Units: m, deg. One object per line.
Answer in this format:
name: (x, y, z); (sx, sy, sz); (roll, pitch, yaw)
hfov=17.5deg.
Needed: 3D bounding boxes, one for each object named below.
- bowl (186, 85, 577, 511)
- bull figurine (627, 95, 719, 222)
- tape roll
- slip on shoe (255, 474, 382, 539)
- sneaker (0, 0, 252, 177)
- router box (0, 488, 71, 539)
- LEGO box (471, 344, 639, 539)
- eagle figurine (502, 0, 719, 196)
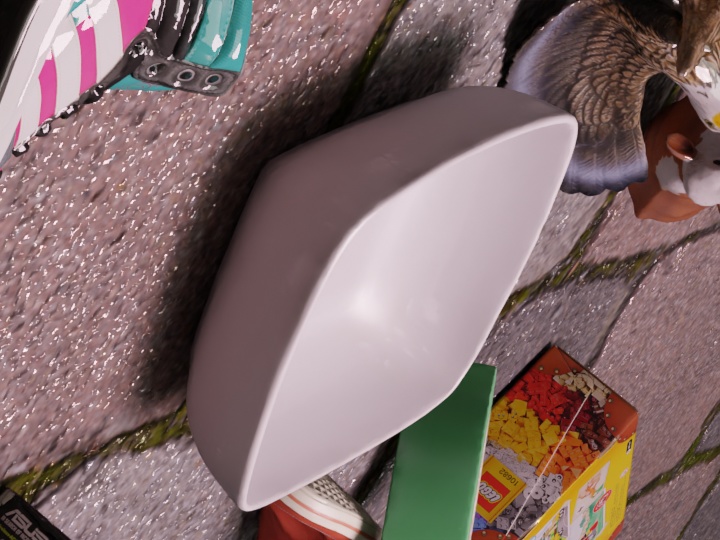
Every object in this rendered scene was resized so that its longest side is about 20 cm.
bowl: (0.000, 0.000, 1.110); (0.199, 0.075, 0.201); (-27, 149, -47)
bull figurine: (0.208, -0.079, 1.364); (0.121, 0.065, 0.200); (-47, -178, -10)
tape roll: (0.040, 0.150, 1.329); (0.200, 0.048, 0.202); (9, 90, -86)
slip on shoe: (-0.028, 0.148, 1.302); (0.061, 0.074, 0.200); (-44, 163, -9)
sneaker: (-0.105, -0.069, 0.787); (0.201, 0.084, 0.121); (-57, 149, 11)
router box: (-0.168, 0.202, 1.114); (0.150, 0.062, 0.200); (-49, 159, -9)
LEGO box: (0.110, 0.165, 1.591); (0.149, 0.077, 0.200); (-43, 158, -19)
eagle figurine: (0.150, -0.122, 1.189); (0.151, 0.152, 0.200); (-1, 177, -13)
